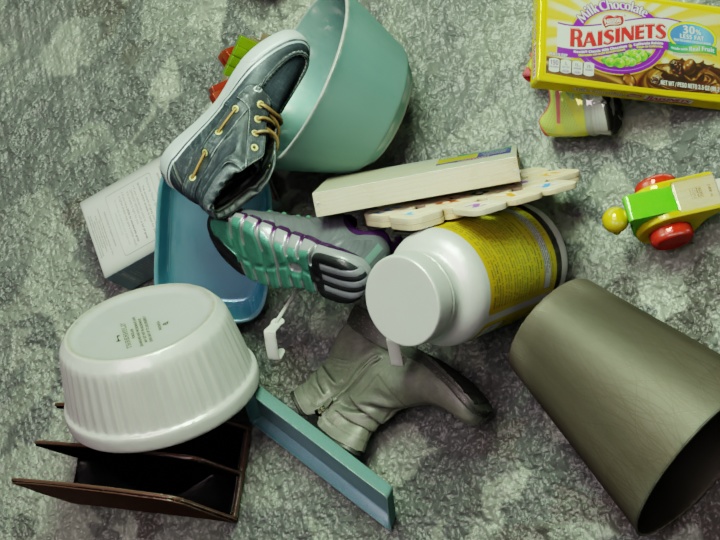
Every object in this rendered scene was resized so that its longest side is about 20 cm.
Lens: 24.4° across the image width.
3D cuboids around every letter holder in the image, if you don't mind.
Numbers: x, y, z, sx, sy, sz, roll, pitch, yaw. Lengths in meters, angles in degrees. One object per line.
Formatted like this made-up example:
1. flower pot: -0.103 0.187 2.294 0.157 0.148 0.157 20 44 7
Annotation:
1. letter holder: -0.236 0.189 1.698 0.200 0.142 0.101 3 76 24

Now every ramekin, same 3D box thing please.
1. ramekin: -0.207 0.090 1.667 0.202 0.202 0.094 -1 118 23

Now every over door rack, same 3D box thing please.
1. over door rack: 0.000 0.000 1.656 0.147 0.067 0.200 2 47 24

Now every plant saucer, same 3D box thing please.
1. plant saucer: -0.040 0.182 1.663 0.200 0.070 0.019 35 64 27

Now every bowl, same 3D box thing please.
1. bowl: -0.020 -0.179 1.707 0.201 0.105 0.201 -50 27 38

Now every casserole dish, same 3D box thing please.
1. casserole dish: -0.151 -0.035 1.735 0.121 0.039 0.200 5 110 2

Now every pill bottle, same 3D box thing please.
1. pill bottle: 0.098 0.006 1.565 0.112 0.200 0.113 12 110 37

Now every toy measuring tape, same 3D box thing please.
1. toy measuring tape: 0.326 -0.063 1.591 0.200 0.074 0.074 -13 69 -5

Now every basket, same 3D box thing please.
1. basket: 0.243 0.111 1.528 0.180 0.136 0.200 -49 59 1

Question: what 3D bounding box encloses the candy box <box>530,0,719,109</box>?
1. candy box: 0.264 -0.216 1.612 0.200 0.026 0.102 5 73 -10

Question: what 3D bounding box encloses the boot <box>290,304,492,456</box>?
1. boot: 0.029 0.133 1.651 0.200 0.068 0.131 34 93 36

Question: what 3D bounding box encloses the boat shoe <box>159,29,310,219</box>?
1. boat shoe: -0.102 -0.140 1.638 0.200 0.071 0.091 -49 54 -2

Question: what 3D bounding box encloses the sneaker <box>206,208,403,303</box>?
1. sneaker: -0.055 -0.027 1.636 0.200 0.075 0.088 21 45 31

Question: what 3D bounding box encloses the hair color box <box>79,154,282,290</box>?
1. hair color box: -0.195 -0.071 1.802 0.200 0.061 0.099 -28 67 14

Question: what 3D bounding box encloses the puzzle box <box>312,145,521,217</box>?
1. puzzle box: 0.059 -0.089 1.628 0.200 0.133 0.025 -10 98 8

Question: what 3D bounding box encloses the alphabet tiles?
1. alphabet tiles: 0.109 -0.070 1.602 0.196 0.200 0.015 10 114 60

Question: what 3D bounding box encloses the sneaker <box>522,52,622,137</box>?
1. sneaker: 0.201 -0.224 1.670 0.090 0.078 0.200 -14 68 26

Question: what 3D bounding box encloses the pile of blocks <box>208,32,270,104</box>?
1. pile of blocks: -0.124 -0.197 1.750 0.082 0.062 0.200 -55 24 32
